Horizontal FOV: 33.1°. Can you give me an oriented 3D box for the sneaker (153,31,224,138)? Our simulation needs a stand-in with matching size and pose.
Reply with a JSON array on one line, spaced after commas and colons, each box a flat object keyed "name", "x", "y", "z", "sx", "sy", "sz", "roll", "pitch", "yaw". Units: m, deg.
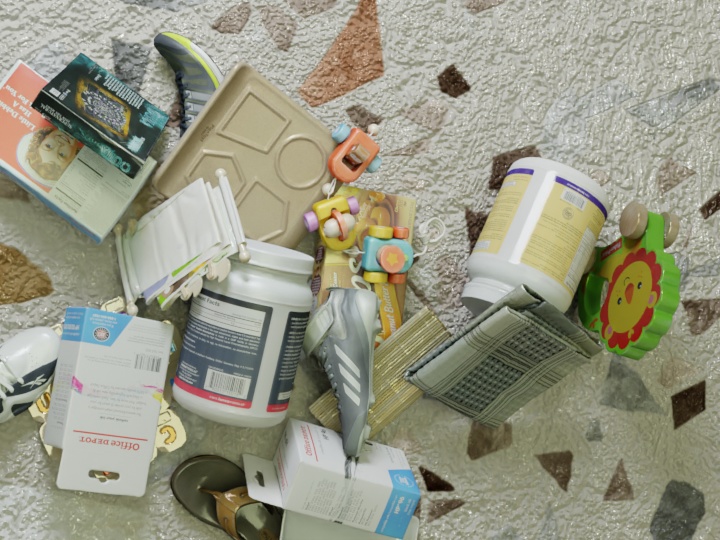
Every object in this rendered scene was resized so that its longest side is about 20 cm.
[{"name": "sneaker", "x": -0.196, "y": -0.200, "z": 1.483, "sx": 0.081, "sy": 0.074, "sz": 0.201, "roll": -36, "pitch": 96, "yaw": -13}]

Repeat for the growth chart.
[{"name": "growth chart", "x": -0.211, "y": -0.027, "z": 1.396, "sx": 0.018, "sy": 0.199, "sz": 0.146, "roll": 22, "pitch": 49, "yaw": -51}]

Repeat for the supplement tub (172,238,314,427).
[{"name": "supplement tub", "x": -0.134, "y": 0.070, "z": 1.419, "sx": 0.139, "sy": 0.140, "sz": 0.203, "roll": 12, "pitch": 95, "yaw": -17}]

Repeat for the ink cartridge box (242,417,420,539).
[{"name": "ink cartridge box", "x": -0.037, "y": 0.246, "z": 1.471, "sx": 0.198, "sy": 0.116, "sz": 0.069, "roll": 18, "pitch": 105, "yaw": -16}]

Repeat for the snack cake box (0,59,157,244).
[{"name": "snack cake box", "x": -0.353, "y": -0.137, "z": 1.422, "sx": 0.199, "sy": 0.067, "sz": 0.116, "roll": 37, "pitch": 78, "yaw": -9}]

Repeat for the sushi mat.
[{"name": "sushi mat", "x": 0.035, "y": 0.140, "z": 1.523, "sx": 0.200, "sy": 0.012, "sz": 0.096, "roll": -41, "pitch": 113, "yaw": 1}]

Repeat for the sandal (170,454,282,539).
[{"name": "sandal", "x": -0.143, "y": 0.300, "z": 1.471, "sx": 0.082, "sy": 0.055, "sz": 0.200, "roll": -44, "pitch": 101, "yaw": -15}]

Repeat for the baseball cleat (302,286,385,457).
[{"name": "baseball cleat", "x": -0.028, "y": 0.121, "z": 1.467, "sx": 0.105, "sy": 0.070, "sz": 0.203, "roll": 7, "pitch": 77, "yaw": -6}]

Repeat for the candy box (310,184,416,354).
[{"name": "candy box", "x": 0.000, "y": 0.000, "z": 1.539, "sx": 0.114, "sy": 0.055, "sz": 0.203, "roll": 9, "pitch": 84, "yaw": -17}]

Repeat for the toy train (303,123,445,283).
[{"name": "toy train", "x": 0.019, "y": -0.074, "z": 1.472, "sx": 0.150, "sy": 0.056, "sz": 0.200, "roll": -47, "pitch": 110, "yaw": -6}]

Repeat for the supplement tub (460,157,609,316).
[{"name": "supplement tub", "x": 0.224, "y": -0.028, "z": 1.567, "sx": 0.144, "sy": 0.145, "sz": 0.202, "roll": 28, "pitch": 79, "yaw": -14}]

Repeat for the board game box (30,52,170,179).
[{"name": "board game box", "x": -0.292, "y": -0.180, "z": 1.389, "sx": 0.135, "sy": 0.200, "sz": 0.028, "roll": 36, "pitch": 107, "yaw": -13}]

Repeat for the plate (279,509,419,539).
[{"name": "plate", "x": -0.030, "y": 0.391, "z": 1.499, "sx": 0.198, "sy": 0.032, "sz": 0.203, "roll": 15, "pitch": 81, "yaw": -31}]

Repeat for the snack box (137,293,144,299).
[{"name": "snack box", "x": -0.181, "y": -0.009, "z": 1.497, "sx": 0.197, "sy": 0.024, "sz": 0.073, "roll": -5, "pitch": 89, "yaw": -19}]

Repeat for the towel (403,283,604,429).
[{"name": "towel", "x": 0.184, "y": 0.116, "z": 1.511, "sx": 0.200, "sy": 0.035, "sz": 0.192, "roll": -40, "pitch": 132, "yaw": 21}]

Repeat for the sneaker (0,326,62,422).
[{"name": "sneaker", "x": -0.418, "y": 0.133, "z": 1.346, "sx": 0.198, "sy": 0.130, "sz": 0.080, "roll": -33, "pitch": 89, "yaw": -12}]

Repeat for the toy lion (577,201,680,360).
[{"name": "toy lion", "x": 0.341, "y": 0.026, "z": 1.555, "sx": 0.068, "sy": 0.200, "sz": 0.194, "roll": 16, "pitch": 64, "yaw": -17}]

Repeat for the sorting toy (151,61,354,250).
[{"name": "sorting toy", "x": -0.126, "y": -0.122, "z": 1.468, "sx": 0.199, "sy": 0.036, "sz": 0.186, "roll": 36, "pitch": 91, "yaw": -22}]

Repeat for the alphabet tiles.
[{"name": "alphabet tiles", "x": -0.297, "y": 0.142, "z": 1.454, "sx": 0.198, "sy": 0.015, "sz": 0.198, "roll": -25, "pitch": 94, "yaw": -18}]

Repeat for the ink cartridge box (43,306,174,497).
[{"name": "ink cartridge box", "x": -0.293, "y": 0.151, "z": 1.397, "sx": 0.114, "sy": 0.068, "sz": 0.203, "roll": 14, "pitch": 81, "yaw": -34}]
